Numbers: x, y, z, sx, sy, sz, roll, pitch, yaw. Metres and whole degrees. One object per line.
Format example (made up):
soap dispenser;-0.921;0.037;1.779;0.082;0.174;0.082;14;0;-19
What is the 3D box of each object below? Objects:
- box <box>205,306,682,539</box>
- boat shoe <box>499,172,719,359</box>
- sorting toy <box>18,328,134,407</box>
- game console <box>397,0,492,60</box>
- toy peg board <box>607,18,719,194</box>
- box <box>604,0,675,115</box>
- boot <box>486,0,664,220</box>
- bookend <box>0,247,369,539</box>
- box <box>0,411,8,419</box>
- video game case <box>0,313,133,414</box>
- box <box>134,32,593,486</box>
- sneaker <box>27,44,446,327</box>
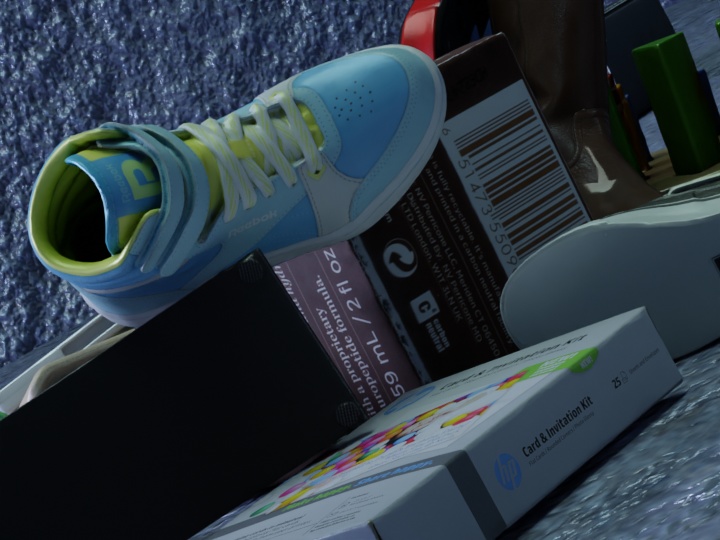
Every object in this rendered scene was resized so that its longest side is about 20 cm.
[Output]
box;0.020;0.090;0.929;0.156;0.041;0.200;-23;6;45
boat shoe;0.162;-0.007;1.028;0.199;0.071;0.064;-17;9;16
sorting toy;-0.162;0.098;1.456;0.200;0.036;0.185;-29;-21;-43
game console;0.072;-0.092;1.333;0.031;0.201;0.177;-1;33;20
toy peg board;0.218;-0.106;1.375;0.199;0.098;0.199;-19;7;12
box;0.202;-0.182;2.226;0.200;0.105;0.148;-22;7;41
boot;0.132;-0.100;1.245;0.064;0.201;0.186;3;-6;-37
bookend;-0.100;0.084;1.085;0.200;0.092;0.199;-33;-2;2
box;-0.227;0.144;1.224;0.144;0.036;0.200;22;31;24
video game case;-0.151;0.052;1.467;0.200;0.018;0.143;-38;-16;-17
box;0.000;0.000;1.195;0.164;0.166;0.200;-32;6;-40
sneaker;-0.058;-0.044;1.003;0.200;0.080;0.131;-33;-17;8
